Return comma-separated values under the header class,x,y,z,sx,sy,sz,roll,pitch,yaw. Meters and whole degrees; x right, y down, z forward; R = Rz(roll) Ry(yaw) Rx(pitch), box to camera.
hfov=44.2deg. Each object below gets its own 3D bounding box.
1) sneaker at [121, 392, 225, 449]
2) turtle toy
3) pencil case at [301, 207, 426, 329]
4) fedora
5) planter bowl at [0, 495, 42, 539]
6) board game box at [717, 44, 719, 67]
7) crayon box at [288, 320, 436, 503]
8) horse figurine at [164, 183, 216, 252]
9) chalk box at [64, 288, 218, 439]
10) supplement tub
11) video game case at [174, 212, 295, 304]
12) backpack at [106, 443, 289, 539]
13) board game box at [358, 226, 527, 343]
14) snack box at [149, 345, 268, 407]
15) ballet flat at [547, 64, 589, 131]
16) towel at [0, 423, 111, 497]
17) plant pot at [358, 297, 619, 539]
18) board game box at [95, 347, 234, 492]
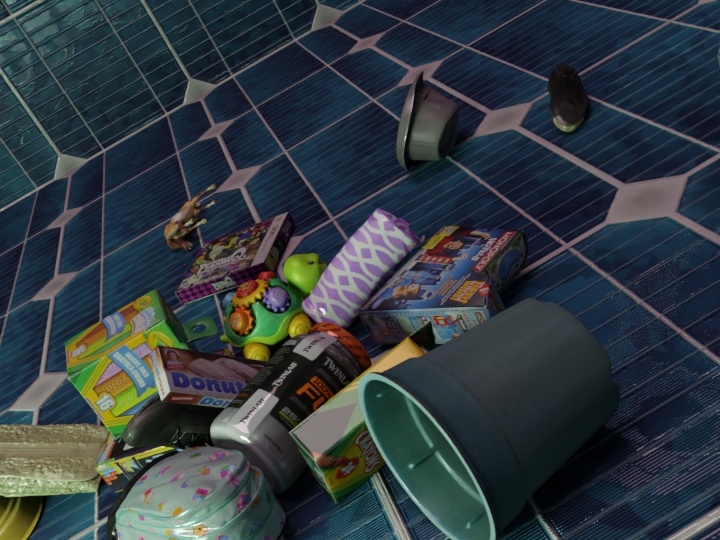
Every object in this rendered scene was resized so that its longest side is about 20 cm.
class,x,y,z,sx,sy,sz,roll,pitch,yaw
sneaker,-0.205,0.197,1.126,0.200,0.091,0.076,-7,-40,-45
turtle toy,-0.134,0.051,1.369,0.200,0.101,0.146,-32,27,-5
pencil case,0.000,0.000,1.285,0.200,0.084,0.085,-49,1,8
fedora,0.133,-0.270,1.639,0.090,0.177,0.200,13,31,12
planter bowl,-0.569,0.363,1.277,0.200,0.083,0.200,-23,27,12
board game box,0.666,-0.392,1.395,0.200,0.062,0.200,-10,32,33
crayon box,0.025,0.159,0.993,0.200,0.127,0.051,-38,57,-15
horse figurine,-0.377,-0.108,1.935,0.133,0.050,0.200,-27,30,34
chalk box,-0.302,0.119,1.270,0.200,0.124,0.125,-32,27,-7
supplement tub,-0.080,0.164,1.098,0.123,0.123,0.200,2,42,47
video game case,-0.233,-0.024,1.670,0.200,0.036,0.181,-18,28,23
backpack,-0.184,0.274,1.000,0.200,0.127,0.167,-5,36,43
board game box,0.133,0.026,1.178,0.200,0.062,0.200,-44,30,-27
snack box,-0.176,0.143,1.148,0.024,0.200,0.072,-45,51,28
ballet flat,0.364,-0.296,1.558,0.066,0.057,0.200,5,40,6
towel,-0.469,0.274,1.302,0.200,0.037,0.148,1,25,-5
plant pot,0.136,0.138,0.878,0.196,0.200,0.200,-31,25,-22
board game box,-0.269,0.212,1.276,0.165,0.057,0.200,-18,28,18
